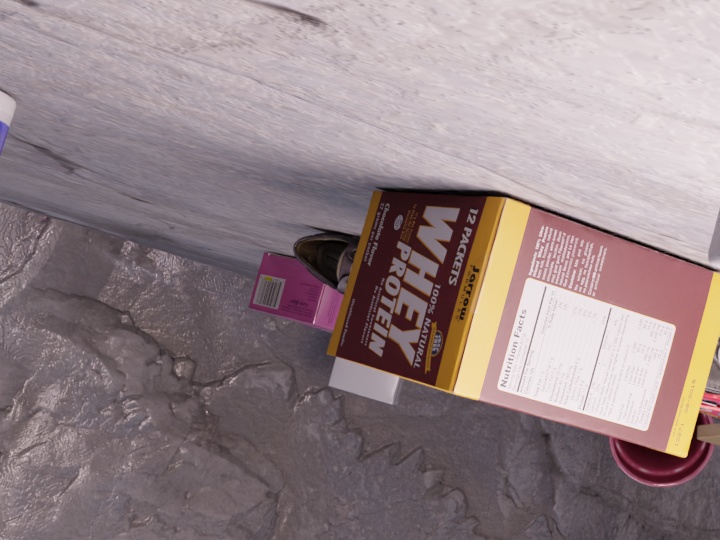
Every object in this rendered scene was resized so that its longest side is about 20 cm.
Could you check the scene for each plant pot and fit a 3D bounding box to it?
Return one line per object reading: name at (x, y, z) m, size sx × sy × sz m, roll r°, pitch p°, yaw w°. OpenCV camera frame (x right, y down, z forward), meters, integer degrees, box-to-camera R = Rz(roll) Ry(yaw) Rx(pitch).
plant pot at (0.569, 0.291, 2.734) m, size 0.200 × 0.200 × 0.179 m, roll 15°, pitch -168°, yaw 5°

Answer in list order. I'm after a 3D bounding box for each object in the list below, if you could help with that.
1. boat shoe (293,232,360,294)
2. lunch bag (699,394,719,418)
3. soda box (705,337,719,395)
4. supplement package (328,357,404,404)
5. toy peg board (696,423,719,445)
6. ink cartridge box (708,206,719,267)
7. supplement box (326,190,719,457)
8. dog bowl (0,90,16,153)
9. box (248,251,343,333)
boat shoe at (0.000, 0.000, 1.548) m, size 0.065 × 0.072 × 0.200 m, roll 12°, pitch -175°, yaw -40°
lunch bag at (0.440, 0.129, 1.582) m, size 0.200 × 0.082 × 0.176 m, roll 14°, pitch 172°, yaw 11°
soda box at (0.305, 0.076, 1.357) m, size 0.063 × 0.071 × 0.200 m, roll 18°, pitch 176°, yaw -11°
supplement package at (0.033, 0.189, 3.268) m, size 0.156 × 0.200 × 0.111 m, roll 15°, pitch 176°, yaw 9°
toy peg board at (0.581, 0.185, 1.869) m, size 0.200 × 0.098 × 0.199 m, roll 17°, pitch 160°, yaw -33°
ink cartridge box at (0.195, -0.017, 0.301) m, size 0.200 × 0.084 × 0.145 m, roll 15°, pitch 177°, yaw 0°
supplement box at (0.118, 0.035, 1.045) m, size 0.200 × 0.133 × 0.197 m, roll 18°, pitch 176°, yaw -26°
dog bowl at (-0.386, -0.129, 1.155) m, size 0.200 × 0.079 × 0.200 m, roll 16°, pitch 176°, yaw 1°
box at (-0.042, 0.050, 2.282) m, size 0.200 × 0.097 × 0.176 m, roll 18°, pitch 176°, yaw -40°
